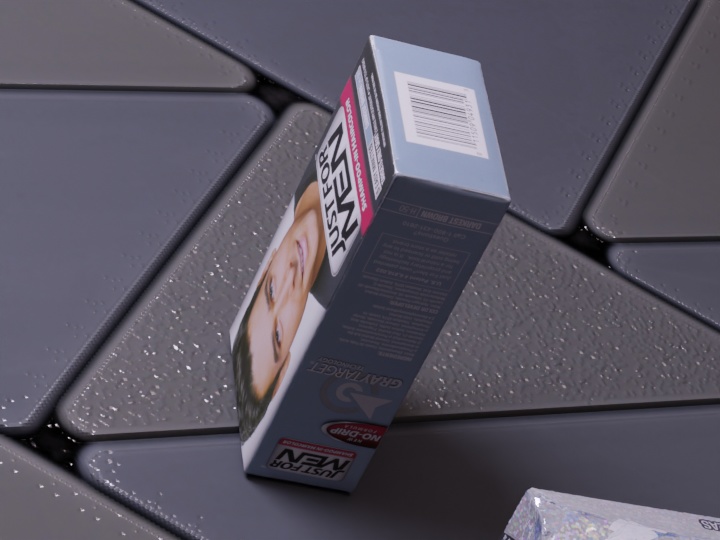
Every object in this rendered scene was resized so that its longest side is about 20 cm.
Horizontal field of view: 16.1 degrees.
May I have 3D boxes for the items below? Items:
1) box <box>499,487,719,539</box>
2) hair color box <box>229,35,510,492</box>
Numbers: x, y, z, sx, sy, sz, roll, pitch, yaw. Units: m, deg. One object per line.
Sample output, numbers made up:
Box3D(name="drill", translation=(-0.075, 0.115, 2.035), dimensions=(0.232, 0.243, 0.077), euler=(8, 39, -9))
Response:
Box3D(name="box", translation=(0.151, 0.191, 1.132), dimensions=(0.199, 0.133, 0.115), euler=(10, 39, -19))
Box3D(name="hair color box", translation=(0.000, 0.000, 1.209), dimensions=(0.060, 0.201, 0.099), euler=(11, 40, -18))
